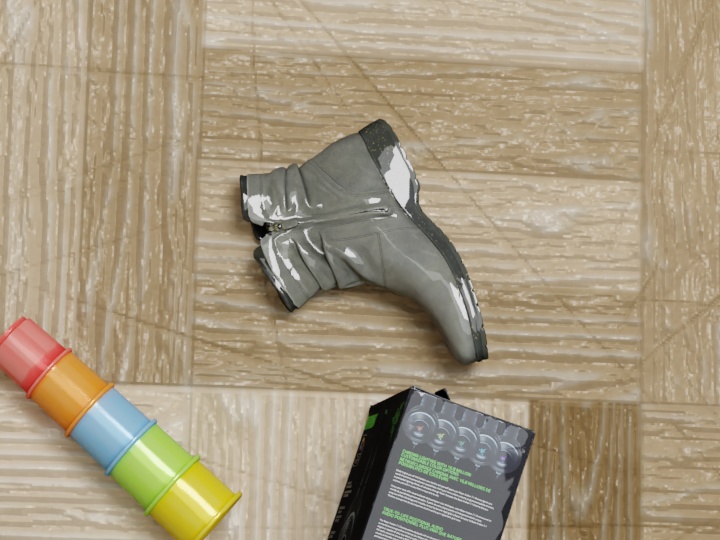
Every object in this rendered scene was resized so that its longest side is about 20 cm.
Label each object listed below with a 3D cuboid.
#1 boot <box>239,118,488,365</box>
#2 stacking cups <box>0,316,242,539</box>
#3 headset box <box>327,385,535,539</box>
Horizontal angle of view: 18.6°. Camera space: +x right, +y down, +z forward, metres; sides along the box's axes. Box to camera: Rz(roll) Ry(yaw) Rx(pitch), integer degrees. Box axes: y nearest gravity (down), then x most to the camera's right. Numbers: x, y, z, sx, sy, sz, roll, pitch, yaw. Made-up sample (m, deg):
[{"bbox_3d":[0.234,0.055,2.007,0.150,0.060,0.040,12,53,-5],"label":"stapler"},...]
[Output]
[{"bbox_3d":[0.000,0.000,1.577,0.130,0.068,0.200,-27,78,-6],"label":"boot"},{"bbox_3d":[-0.175,0.113,1.541,0.200,0.061,0.061,42,79,6],"label":"stacking cups"},{"bbox_3d":[0.035,0.180,1.492,0.092,0.174,0.201,20,81,-5],"label":"headset box"}]
